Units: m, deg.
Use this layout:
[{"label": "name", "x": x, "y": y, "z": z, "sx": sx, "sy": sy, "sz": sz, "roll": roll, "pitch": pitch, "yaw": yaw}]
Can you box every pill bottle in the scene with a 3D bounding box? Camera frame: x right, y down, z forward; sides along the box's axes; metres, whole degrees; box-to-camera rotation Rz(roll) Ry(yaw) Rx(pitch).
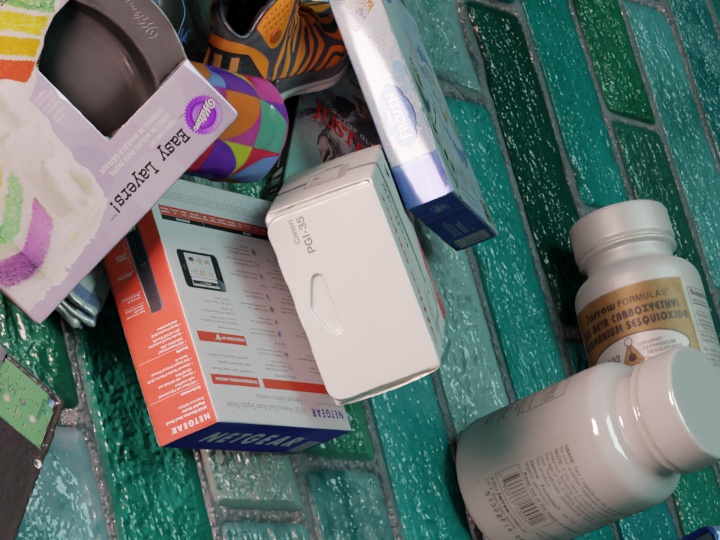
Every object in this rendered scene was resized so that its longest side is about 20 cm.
[{"label": "pill bottle", "x": 0.248, "y": 0.047, "z": 2.034, "sx": 0.114, "sy": 0.114, "sz": 0.201, "roll": 14, "pitch": 56, "yaw": -48}, {"label": "pill bottle", "x": 0.182, "y": 0.135, "z": 1.793, "sx": 0.114, "sy": 0.200, "sz": 0.115, "roll": 32, "pitch": 45, "yaw": -37}]

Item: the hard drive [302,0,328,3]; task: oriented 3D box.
[{"label": "hard drive", "x": -0.071, "y": -0.304, "z": 1.935, "sx": 0.200, "sy": 0.026, "sz": 0.132, "roll": 50, "pitch": 36, "yaw": -19}]

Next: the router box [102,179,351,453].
[{"label": "router box", "x": -0.095, "y": 0.032, "z": 1.609, "sx": 0.200, "sy": 0.049, "sz": 0.180, "roll": 13, "pitch": 56, "yaw": -63}]

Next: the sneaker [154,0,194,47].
[{"label": "sneaker", "x": -0.186, "y": -0.221, "z": 1.591, "sx": 0.200, "sy": 0.070, "sz": 0.078, "roll": 54, "pitch": 14, "yaw": 24}]

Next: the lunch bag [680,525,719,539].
[{"label": "lunch bag", "x": 0.322, "y": 0.320, "z": 1.937, "sx": 0.170, "sy": 0.124, "sz": 0.200, "roll": 2, "pitch": 57, "yaw": -53}]

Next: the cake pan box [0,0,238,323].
[{"label": "cake pan box", "x": -0.203, "y": -0.098, "z": 1.481, "sx": 0.200, "sy": 0.052, "sz": 0.184, "roll": -46, "pitch": 108, "yaw": -10}]

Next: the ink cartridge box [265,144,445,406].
[{"label": "ink cartridge box", "x": 0.000, "y": 0.000, "z": 1.679, "sx": 0.200, "sy": 0.083, "sz": 0.147, "roll": -76, "pitch": 146, "yaw": -80}]

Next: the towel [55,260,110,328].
[{"label": "towel", "x": -0.206, "y": -0.067, "z": 1.592, "sx": 0.147, "sy": 0.024, "sz": 0.200, "roll": 46, "pitch": 35, "yaw": -20}]

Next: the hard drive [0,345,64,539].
[{"label": "hard drive", "x": -0.259, "y": 0.114, "z": 1.381, "sx": 0.140, "sy": 0.038, "sz": 0.200, "roll": 43, "pitch": 39, "yaw": -26}]

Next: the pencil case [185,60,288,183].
[{"label": "pencil case", "x": -0.142, "y": -0.109, "z": 1.619, "sx": 0.200, "sy": 0.088, "sz": 0.089, "roll": 8, "pitch": 61, "yaw": -47}]

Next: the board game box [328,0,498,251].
[{"label": "board game box", "x": 0.040, "y": -0.126, "z": 1.836, "sx": 0.200, "sy": 0.043, "sz": 0.200, "roll": 36, "pitch": 34, "yaw": -74}]

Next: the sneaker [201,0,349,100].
[{"label": "sneaker", "x": -0.055, "y": -0.193, "z": 1.788, "sx": 0.077, "sy": 0.112, "sz": 0.200, "roll": 20, "pitch": 31, "yaw": 15}]

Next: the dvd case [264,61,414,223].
[{"label": "dvd case", "x": -0.008, "y": -0.090, "z": 1.872, "sx": 0.146, "sy": 0.022, "sz": 0.200, "roll": 40, "pitch": 38, "yaw": -29}]
